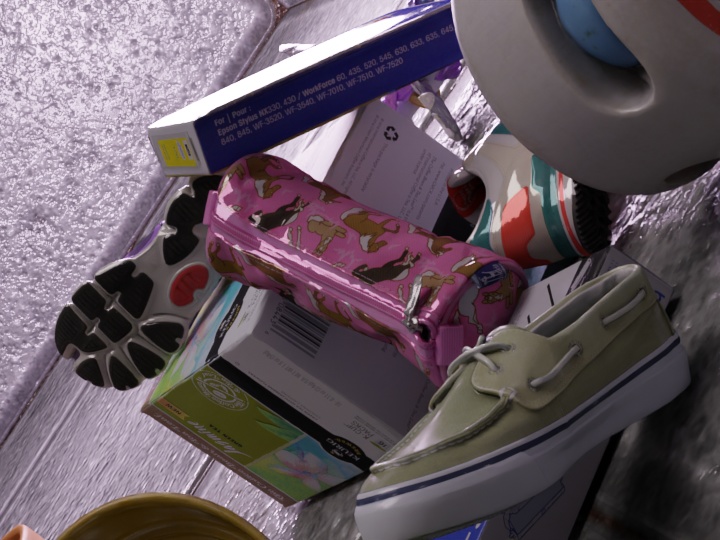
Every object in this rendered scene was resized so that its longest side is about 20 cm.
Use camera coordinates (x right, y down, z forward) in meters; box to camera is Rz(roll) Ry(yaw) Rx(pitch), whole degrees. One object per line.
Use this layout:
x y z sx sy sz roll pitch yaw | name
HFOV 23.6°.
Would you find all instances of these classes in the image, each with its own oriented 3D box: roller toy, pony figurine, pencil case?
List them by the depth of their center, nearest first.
0.151 -0.141 0.835 0.140 0.198 0.185 -35 45 54 | roller toy
0.000 0.000 0.966 0.199 0.087 0.083 26 65 37 | pencil case
0.044 -0.173 1.429 0.201 0.165 0.193 -60 -19 -2 | pony figurine

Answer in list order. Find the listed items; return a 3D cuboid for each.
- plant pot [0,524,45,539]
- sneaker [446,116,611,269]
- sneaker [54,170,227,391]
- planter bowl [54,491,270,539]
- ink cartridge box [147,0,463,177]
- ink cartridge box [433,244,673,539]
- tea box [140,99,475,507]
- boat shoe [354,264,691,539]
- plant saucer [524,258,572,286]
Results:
-0.247 0.311 1.272 0.201 0.139 0.200 -52 13 17 | plant pot
0.093 -0.078 1.017 0.092 0.071 0.201 -18 42 20 | sneaker
-0.126 0.004 1.175 0.200 0.081 0.083 -43 4 18 | sneaker
-0.089 0.221 0.937 0.201 0.200 0.083 -53 -21 11 | planter bowl
-0.023 -0.114 1.064 0.196 0.047 0.200 -26 12 -14 | ink cartridge box
0.079 0.090 0.836 0.201 0.044 0.094 -63 13 -24 | ink cartridge box
-0.022 0.026 1.157 0.197 0.133 0.201 -37 23 56 | tea box
0.065 0.056 0.730 0.199 0.063 0.072 -26 5 -43 | boat shoe
0.104 -0.002 1.024 0.070 0.019 0.201 -36 23 56 | plant saucer
